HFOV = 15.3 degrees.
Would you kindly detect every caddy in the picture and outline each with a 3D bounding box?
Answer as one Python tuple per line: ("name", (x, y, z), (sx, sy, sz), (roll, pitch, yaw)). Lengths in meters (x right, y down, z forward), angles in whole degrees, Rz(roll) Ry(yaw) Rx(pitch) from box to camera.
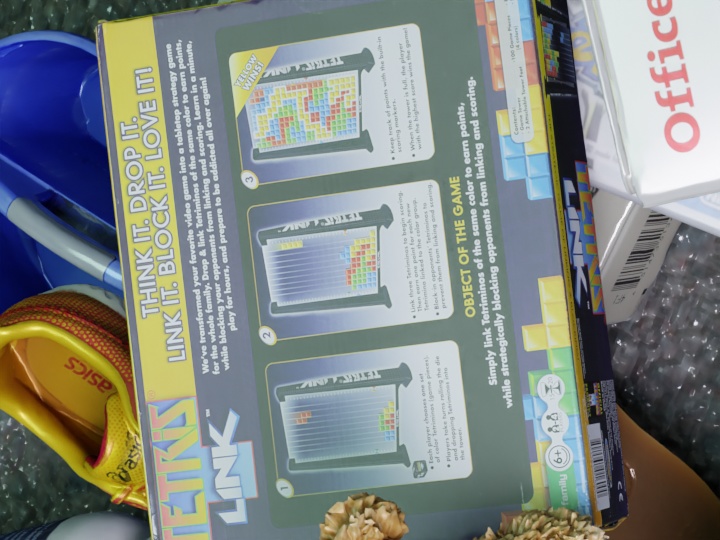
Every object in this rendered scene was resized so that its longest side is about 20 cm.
("caddy", (-0.099, -0.015, 1.116), (0.199, 0.105, 0.142), (31, 108, 24))

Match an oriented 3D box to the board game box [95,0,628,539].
("board game box", (0.000, 0.000, 0.950), (0.164, 0.057, 0.201), (-7, 87, 19))

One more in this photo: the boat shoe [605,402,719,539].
("boat shoe", (0.083, 0.083, 1.028), (0.200, 0.070, 0.070), (56, 161, -13))

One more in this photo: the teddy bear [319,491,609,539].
("teddy bear", (0.041, 0.152, 0.874), (0.145, 0.201, 0.067), (-40, 44, -19))

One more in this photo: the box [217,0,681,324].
("box", (0.033, -0.060, 1.062), (0.199, 0.068, 0.083), (31, 107, 23))

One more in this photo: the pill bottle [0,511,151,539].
("pill bottle", (-0.134, 0.165, 1.143), (0.199, 0.111, 0.112), (-16, 85, 29))

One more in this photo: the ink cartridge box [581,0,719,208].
("ink cartridge box", (0.174, -0.115, 0.897), (0.199, 0.083, 0.148), (-12, 96, 11))

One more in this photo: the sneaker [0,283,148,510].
("sneaker", (-0.063, 0.078, 1.030), (0.199, 0.077, 0.073), (26, 116, 12))

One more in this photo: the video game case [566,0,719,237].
("video game case", (0.113, -0.116, 0.962), (0.199, 0.022, 0.183), (22, 102, 7))
